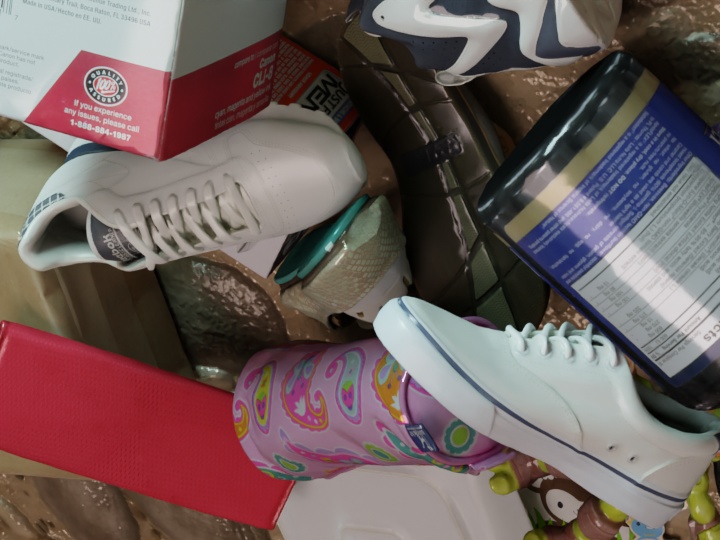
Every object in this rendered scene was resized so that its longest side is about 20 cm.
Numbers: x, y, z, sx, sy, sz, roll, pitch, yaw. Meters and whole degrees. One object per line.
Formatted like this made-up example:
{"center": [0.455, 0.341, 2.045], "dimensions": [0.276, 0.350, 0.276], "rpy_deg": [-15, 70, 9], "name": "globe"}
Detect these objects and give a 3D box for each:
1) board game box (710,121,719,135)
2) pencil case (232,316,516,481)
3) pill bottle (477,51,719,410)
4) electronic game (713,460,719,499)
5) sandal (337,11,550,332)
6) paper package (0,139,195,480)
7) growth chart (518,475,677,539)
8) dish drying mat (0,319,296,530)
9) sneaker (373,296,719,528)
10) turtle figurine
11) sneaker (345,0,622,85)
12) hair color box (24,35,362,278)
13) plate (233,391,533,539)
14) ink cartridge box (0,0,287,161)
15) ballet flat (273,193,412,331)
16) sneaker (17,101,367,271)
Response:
{"center": [0.216, -0.026, 1.444], "dimensions": [0.120, 0.032, 0.200], "rpy_deg": [47, 134, -14], "name": "board game box"}
{"center": [0.009, 0.074, 1.546], "dimensions": [0.088, 0.087, 0.200], "rpy_deg": [54, 152, -17], "name": "pencil case"}
{"center": [0.163, -0.003, 1.399], "dimensions": [0.200, 0.112, 0.112], "rpy_deg": [42, 135, -4], "name": "pill bottle"}
{"center": [0.283, 0.121, 1.512], "dimensions": [0.200, 0.042, 0.200], "rpy_deg": [17, 131, 20], "name": "electronic game"}
{"center": [0.050, -0.053, 1.510], "dimensions": [0.082, 0.055, 0.200], "rpy_deg": [-20, 99, 37], "name": "sandal"}
{"center": [-0.224, 0.021, 1.696], "dimensions": [0.200, 0.104, 0.191], "rpy_deg": [1, 125, 31], "name": "paper package"}
{"center": [0.113, 0.144, 1.652], "dimensions": [0.144, 0.018, 0.200], "rpy_deg": [-2, 124, 31], "name": "growth chart"}
{"center": [-0.127, 0.089, 1.633], "dimensions": [0.200, 0.018, 0.077], "rpy_deg": [19, 110, -20], "name": "dish drying mat"}
{"center": [0.097, 0.055, 1.432], "dimensions": [0.200, 0.073, 0.071], "rpy_deg": [30, 106, -26], "name": "sneaker"}
{"center": [0.144, 0.096, 1.542], "dimensions": [0.161, 0.064, 0.200], "rpy_deg": [-26, 103, 42], "name": "turtle figurine"}
{"center": [0.027, -0.172, 1.404], "dimensions": [0.129, 0.080, 0.199], "rpy_deg": [-22, 122, 32], "name": "sneaker"}
{"center": [-0.104, -0.098, 1.556], "dimensions": [0.200, 0.064, 0.111], "rpy_deg": [34, 134, 5], "name": "hair color box"}
{"center": [0.021, 0.164, 1.694], "dimensions": [0.199, 0.032, 0.200], "rpy_deg": [2, 127, 39], "name": "plate"}
{"center": [-0.118, -0.179, 1.401], "dimensions": [0.145, 0.145, 0.200], "rpy_deg": [17, 111, 18], "name": "ink cartridge box"}
{"center": [0.000, 0.000, 1.526], "dimensions": [0.062, 0.067, 0.200], "rpy_deg": [39, 173, -4], "name": "ballet flat"}
{"center": [-0.087, -0.034, 1.498], "dimensions": [0.200, 0.081, 0.077], "rpy_deg": [-9, 118, 33], "name": "sneaker"}
